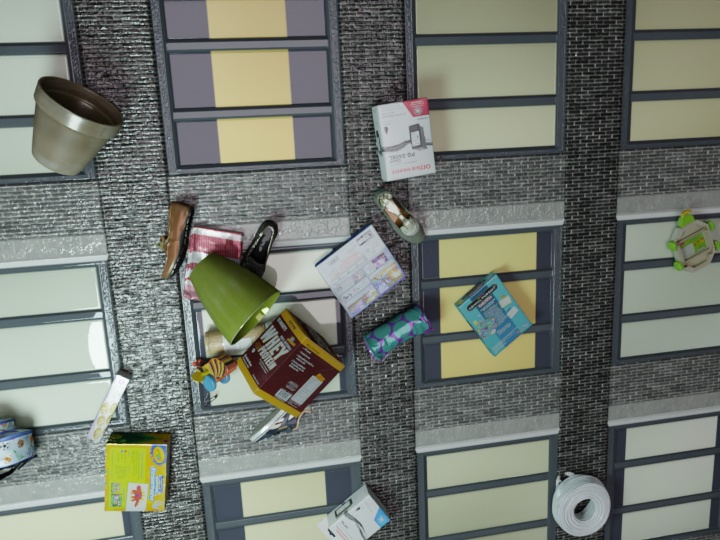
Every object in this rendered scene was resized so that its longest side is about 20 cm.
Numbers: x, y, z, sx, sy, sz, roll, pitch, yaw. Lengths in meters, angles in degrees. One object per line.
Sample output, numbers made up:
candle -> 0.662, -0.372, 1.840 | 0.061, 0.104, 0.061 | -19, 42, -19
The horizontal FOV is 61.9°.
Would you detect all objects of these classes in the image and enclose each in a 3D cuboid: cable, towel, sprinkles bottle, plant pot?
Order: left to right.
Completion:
plant pot -> -0.700, -0.335, 1.447 | 0.198, 0.201, 0.175 | 30, 112, -14
towel -> -0.400, -0.012, 1.632 | 0.141, 0.023, 0.204 | 9, 99, -9
plant pot -> -0.343, 0.057, 1.567 | 0.200, 0.187, 0.188 | 42, 92, 3
sprinkles bottle -> -0.329, 0.188, 1.665 | 0.196, 0.068, 0.070 | -9, 103, -9
cable -> 0.727, 0.770, 1.973 | 0.196, 0.069, 0.204 | 8, 99, -12

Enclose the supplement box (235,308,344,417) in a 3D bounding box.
supplement box -> -0.188, 0.253, 1.630 | 0.200, 0.133, 0.197 | -46, 136, 0

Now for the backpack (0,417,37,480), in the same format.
backpack -> -0.949, 0.464, 1.556 | 0.187, 0.200, 0.157 | -5, 89, -12

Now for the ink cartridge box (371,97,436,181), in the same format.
ink cartridge box -> 0.119, -0.353, 1.633 | 0.142, 0.083, 0.204 | -11, 103, -8

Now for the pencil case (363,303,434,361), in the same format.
pencil case -> 0.108, 0.181, 1.736 | 0.198, 0.085, 0.093 | -31, 89, -3

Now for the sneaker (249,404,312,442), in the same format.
sneaker -> -0.225, 0.438, 1.728 | 0.199, 0.078, 0.080 | -41, 100, -2

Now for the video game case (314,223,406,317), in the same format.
video game case -> 0.000, 0.000, 1.700 | 0.199, 0.045, 0.183 | -36, 104, -2

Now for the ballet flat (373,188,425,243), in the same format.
ballet flat -> 0.112, -0.146, 1.683 | 0.067, 0.064, 0.200 | -44, 105, 1

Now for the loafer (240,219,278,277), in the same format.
loafer -> -0.280, -0.041, 1.631 | 0.071, 0.063, 0.203 | 21, 96, -12

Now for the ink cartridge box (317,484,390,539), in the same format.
ink cartridge box -> -0.023, 0.770, 1.836 | 0.199, 0.068, 0.117 | -39, 105, -1

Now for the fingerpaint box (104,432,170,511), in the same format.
fingerpaint box -> -0.622, 0.563, 1.682 | 0.163, 0.073, 0.204 | 3, 101, -10

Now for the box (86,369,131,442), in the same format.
box -> -0.690, 0.373, 1.650 | 0.041, 0.039, 0.202 | 27, 95, -15

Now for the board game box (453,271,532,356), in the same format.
board game box -> 0.397, 0.131, 1.798 | 0.150, 0.047, 0.201 | -39, 105, -1

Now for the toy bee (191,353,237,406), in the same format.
toy bee -> -0.419, 0.280, 1.646 | 0.200, 0.131, 0.109 | -44, 78, 18

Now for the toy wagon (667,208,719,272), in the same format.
toy wagon -> 1.034, -0.099, 1.875 | 0.153, 0.040, 0.203 | -27, 104, -5

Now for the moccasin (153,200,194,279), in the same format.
moccasin -> -0.496, -0.080, 1.580 | 0.076, 0.074, 0.205 | 13, 102, -1
